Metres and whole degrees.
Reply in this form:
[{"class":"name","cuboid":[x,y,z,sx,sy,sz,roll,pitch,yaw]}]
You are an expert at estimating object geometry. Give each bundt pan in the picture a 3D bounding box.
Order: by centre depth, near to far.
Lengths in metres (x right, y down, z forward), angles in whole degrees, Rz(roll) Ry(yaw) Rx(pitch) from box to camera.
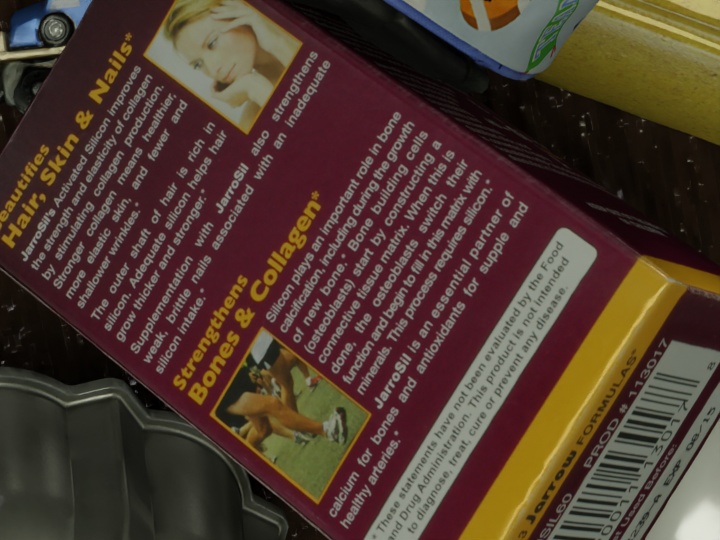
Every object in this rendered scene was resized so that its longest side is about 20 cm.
[{"class":"bundt pan","cuboid":[-0.109,0.131,0.814,0.201,0.076,0.202,-7,124,-11]}]

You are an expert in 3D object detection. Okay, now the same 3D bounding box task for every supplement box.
[{"class":"supplement box","cuboid":[0.000,0.000,0.756,0.200,0.086,0.111,37,101,28]}]

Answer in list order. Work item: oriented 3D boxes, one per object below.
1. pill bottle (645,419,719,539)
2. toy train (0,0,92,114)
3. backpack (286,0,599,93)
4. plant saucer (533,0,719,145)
[{"class":"pill bottle","cuboid":[0.128,0.086,0.824,0.200,0.111,0.111,24,101,-5]},{"class":"toy train","cuboid":[-0.146,-0.064,0.838,0.199,0.034,0.046,-5,91,2]},{"class":"backpack","cuboid":[0.004,-0.133,0.675,0.200,0.191,0.154,27,113,-16]},{"class":"plant saucer","cuboid":[0.087,-0.147,0.809,0.200,0.048,0.200,19,102,-3]}]
